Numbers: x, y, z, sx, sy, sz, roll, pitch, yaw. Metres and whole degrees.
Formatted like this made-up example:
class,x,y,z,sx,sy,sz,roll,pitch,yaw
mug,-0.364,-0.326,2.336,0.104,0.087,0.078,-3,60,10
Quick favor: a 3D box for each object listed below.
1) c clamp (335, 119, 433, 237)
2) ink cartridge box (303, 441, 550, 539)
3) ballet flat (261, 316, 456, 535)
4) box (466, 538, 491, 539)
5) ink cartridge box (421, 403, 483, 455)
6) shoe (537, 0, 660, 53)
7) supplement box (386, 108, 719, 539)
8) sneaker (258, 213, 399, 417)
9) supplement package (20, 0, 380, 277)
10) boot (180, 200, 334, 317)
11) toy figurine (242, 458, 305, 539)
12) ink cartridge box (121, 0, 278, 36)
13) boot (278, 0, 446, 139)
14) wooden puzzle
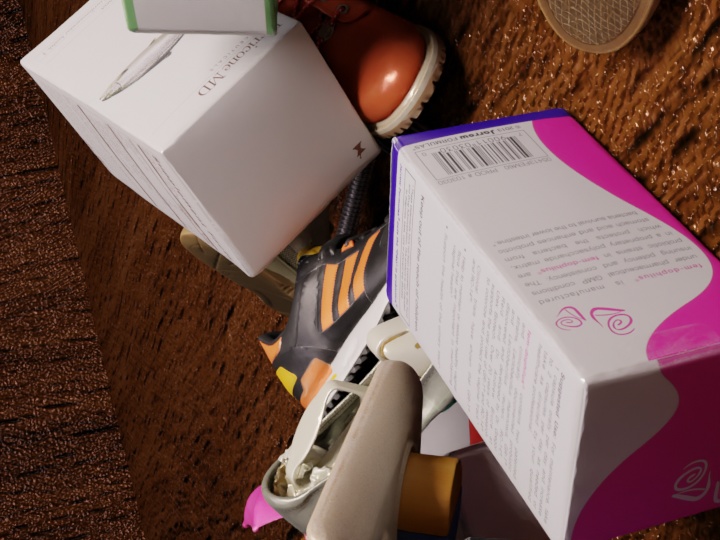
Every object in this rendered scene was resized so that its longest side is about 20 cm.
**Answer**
class,x,y,z,sx,sy,sz,roll,pitch,yaw
c clamp,0.007,-0.036,0.935,0.171,0.027,0.201,30,110,57
ink cartridge box,0.054,0.190,0.837,0.200,0.085,0.146,-33,70,55
ballet flat,0.017,0.068,0.794,0.200,0.064,0.067,-52,26,5
box,0.101,0.243,0.658,0.106,0.122,0.201,-67,-21,-61
ink cartridge box,0.059,0.121,0.910,0.200,0.050,0.162,-135,38,-63
shoe,0.113,-0.183,0.571,0.070,0.053,0.201,26,137,27
supplement box,0.095,0.019,0.648,0.200,0.101,0.104,-124,28,-50
sneaker,0.000,0.000,0.847,0.090,0.070,0.200,42,118,22
supplement package,-0.105,-0.105,0.878,0.200,0.117,0.117,32,162,46
boot,-0.035,-0.047,1.025,0.072,0.200,0.155,5,69,40
toy figurine,-0.019,0.227,1.031,0.200,0.150,0.185,29,141,38
ink cartridge box,-0.083,-0.246,0.725,0.146,0.087,0.201,89,-178,-59
boot,-0.023,-0.147,0.874,0.075,0.107,0.200,-60,32,8
wooden puzzle,0.020,0.170,0.677,0.185,0.046,0.201,-60,-31,-65
